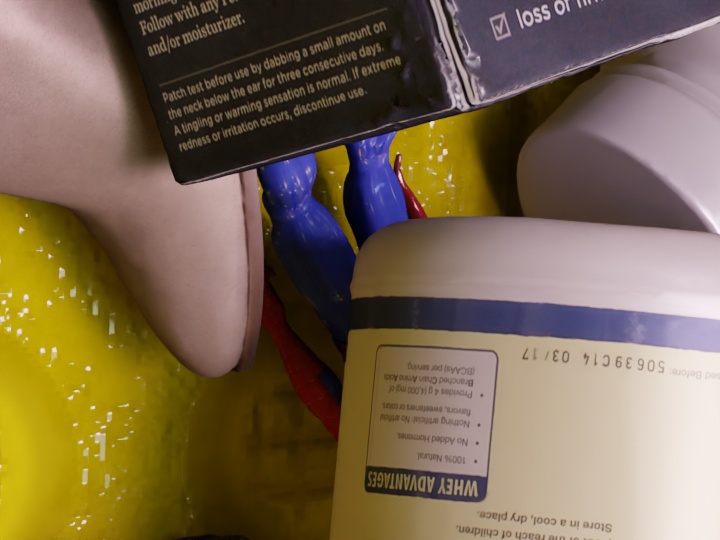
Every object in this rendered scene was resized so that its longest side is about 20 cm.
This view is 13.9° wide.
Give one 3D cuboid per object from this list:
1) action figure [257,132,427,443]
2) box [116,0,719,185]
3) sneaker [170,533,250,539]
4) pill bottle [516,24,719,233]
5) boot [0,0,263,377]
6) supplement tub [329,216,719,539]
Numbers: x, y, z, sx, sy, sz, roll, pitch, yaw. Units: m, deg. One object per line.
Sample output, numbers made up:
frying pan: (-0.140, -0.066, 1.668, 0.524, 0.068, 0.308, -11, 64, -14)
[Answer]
action figure: (0.000, 0.000, 0.877, 0.065, 0.052, 0.201, -33, 119, -24)
box: (0.026, -0.149, 0.775, 0.199, 0.124, 0.198, -21, 97, -41)
sneaker: (-0.018, 0.133, 0.870, 0.199, 0.070, 0.100, 17, 83, -41)
pill bottle: (0.149, -0.066, 0.941, 0.200, 0.113, 0.114, -42, 120, -26)
boot: (-0.109, -0.048, 0.775, 0.146, 0.070, 0.201, -20, 105, -31)
supplement tub: (0.061, 0.092, 0.806, 0.144, 0.145, 0.201, 9, 85, -38)
